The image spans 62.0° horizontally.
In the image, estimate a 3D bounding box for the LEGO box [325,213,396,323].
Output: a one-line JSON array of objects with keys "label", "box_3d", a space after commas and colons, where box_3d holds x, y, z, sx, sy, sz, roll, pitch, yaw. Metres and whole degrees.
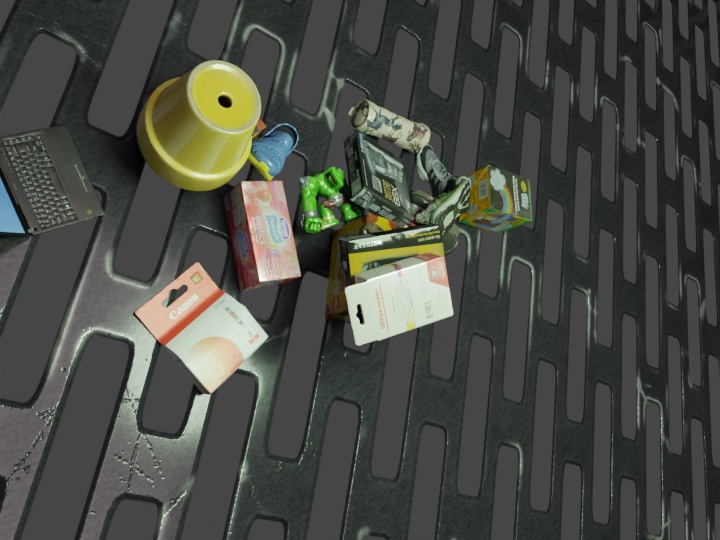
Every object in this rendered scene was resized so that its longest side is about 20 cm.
[{"label": "LEGO box", "box_3d": [0.000, 0.000, 1.277, 0.077, 0.149, 0.202, 15, 71, -30]}]

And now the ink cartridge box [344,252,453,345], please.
[{"label": "ink cartridge box", "box_3d": [0.061, 0.050, 1.094, 0.198, 0.067, 0.118, -16, 104, -19]}]

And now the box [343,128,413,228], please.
[{"label": "box", "box_3d": [0.040, -0.210, 1.372, 0.157, 0.050, 0.201, 27, 41, -34]}]

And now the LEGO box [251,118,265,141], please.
[{"label": "LEGO box", "box_3d": [-0.312, -0.282, 1.192, 0.149, 0.077, 0.200, 51, 56, -13]}]

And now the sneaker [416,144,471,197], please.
[{"label": "sneaker", "box_3d": [0.217, -0.236, 1.514, 0.075, 0.114, 0.202, -18, 88, -36]}]

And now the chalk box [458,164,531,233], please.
[{"label": "chalk box", "box_3d": [0.373, -0.182, 1.602, 0.199, 0.124, 0.126, 12, 71, -32]}]

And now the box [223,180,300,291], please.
[{"label": "box", "box_3d": [-0.198, -0.069, 1.199, 0.094, 0.102, 0.202, -7, 81, -35]}]

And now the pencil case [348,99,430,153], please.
[{"label": "pencil case", "box_3d": [0.070, -0.353, 1.470, 0.199, 0.089, 0.078, 14, 99, -30]}]

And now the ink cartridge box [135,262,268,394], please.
[{"label": "ink cartridge box", "box_3d": [-0.291, 0.103, 1.125, 0.162, 0.050, 0.201, -45, 107, -34]}]

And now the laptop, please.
[{"label": "laptop", "box_3d": [-0.545, -0.158, 0.987, 0.199, 0.103, 0.179, -24, 92, -36]}]

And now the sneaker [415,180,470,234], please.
[{"label": "sneaker", "box_3d": [0.194, -0.159, 1.397, 0.200, 0.088, 0.077, -42, 136, -42]}]

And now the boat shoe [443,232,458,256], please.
[{"label": "boat shoe", "box_3d": [0.140, -0.050, 1.351, 0.200, 0.063, 0.074, -10, 93, -24]}]

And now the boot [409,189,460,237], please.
[{"label": "boot", "box_3d": [0.143, -0.072, 1.459, 0.182, 0.072, 0.200, 43, 67, -9]}]

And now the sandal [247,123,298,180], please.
[{"label": "sandal", "box_3d": [-0.174, -0.248, 1.210, 0.080, 0.087, 0.201, 49, 18, -24]}]

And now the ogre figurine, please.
[{"label": "ogre figurine", "box_3d": [-0.068, -0.158, 1.314, 0.199, 0.098, 0.121, -23, 97, -32]}]

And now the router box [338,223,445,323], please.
[{"label": "router box", "box_3d": [0.066, 0.003, 1.152, 0.198, 0.052, 0.159, -11, 102, -19]}]

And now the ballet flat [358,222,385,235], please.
[{"label": "ballet flat", "box_3d": [0.072, -0.017, 1.200, 0.200, 0.046, 0.067, 50, 57, -14]}]

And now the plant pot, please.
[{"label": "plant pot", "box_3d": [-0.270, -0.262, 1.052, 0.199, 0.188, 0.203, 9, 74, -32]}]

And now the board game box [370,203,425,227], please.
[{"label": "board game box", "box_3d": [0.101, -0.072, 1.394, 0.156, 0.039, 0.202, -9, 74, -10]}]
